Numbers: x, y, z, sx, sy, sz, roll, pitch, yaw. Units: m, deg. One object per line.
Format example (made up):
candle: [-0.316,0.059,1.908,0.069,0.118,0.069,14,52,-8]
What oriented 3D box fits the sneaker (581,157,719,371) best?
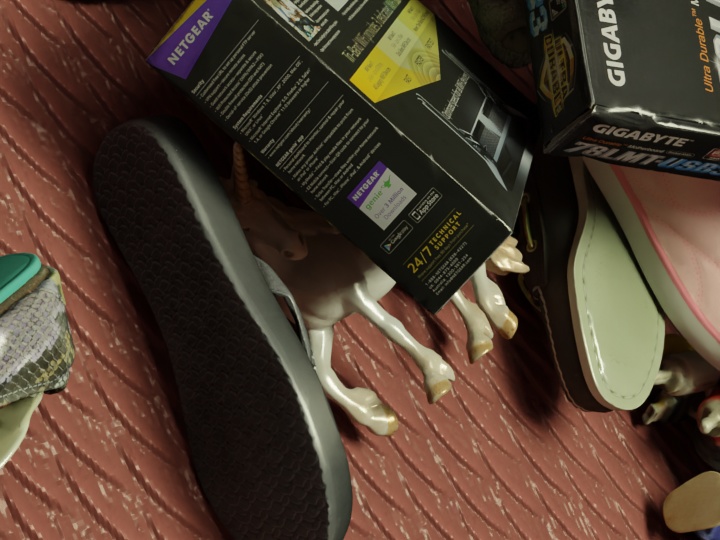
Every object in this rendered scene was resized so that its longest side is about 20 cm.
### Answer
sneaker: [0.196,-0.035,0.905,0.201,0.104,0.075,57,36,-10]

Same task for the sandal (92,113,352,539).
sandal: [-0.047,0.026,0.716,0.043,0.076,0.201,-15,81,-46]

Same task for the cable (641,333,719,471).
cable: [0.224,0.057,1.009,0.097,0.051,0.199,40,37,24]

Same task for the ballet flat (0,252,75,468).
ballet flat: [-0.164,0.061,0.581,0.200,0.072,0.072,-37,98,-50]

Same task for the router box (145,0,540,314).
router box: [0.003,-0.080,0.772,0.157,0.052,0.200,41,20,-5]

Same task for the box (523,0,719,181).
box: [0.170,-0.140,0.844,0.197,0.050,0.201,8,62,-27]

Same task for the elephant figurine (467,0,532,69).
elephant figurine: [0.029,-0.207,0.896,0.200,0.141,0.155,48,62,-14]

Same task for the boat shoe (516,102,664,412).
boat shoe: [0.117,-0.010,0.932,0.071,0.060,0.203,26,52,-37]

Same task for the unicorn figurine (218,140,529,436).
unicorn figurine: [0.000,0.000,0.800,0.138,0.074,0.200,53,25,2]

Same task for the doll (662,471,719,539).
doll: [0.246,0.180,0.980,0.199,0.048,0.137,27,42,-44]
